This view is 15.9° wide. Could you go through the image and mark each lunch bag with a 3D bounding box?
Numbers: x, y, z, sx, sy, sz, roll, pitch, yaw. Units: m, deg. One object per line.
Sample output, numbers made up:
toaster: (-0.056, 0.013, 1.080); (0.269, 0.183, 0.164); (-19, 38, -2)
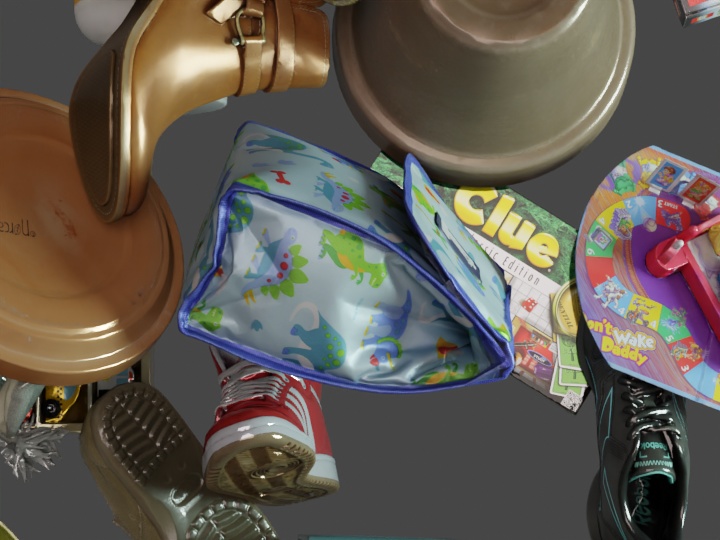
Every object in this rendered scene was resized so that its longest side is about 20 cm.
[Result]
lunch bag: (0.000, 0.000, 1.571); (0.199, 0.170, 0.128); (22, 106, -5)

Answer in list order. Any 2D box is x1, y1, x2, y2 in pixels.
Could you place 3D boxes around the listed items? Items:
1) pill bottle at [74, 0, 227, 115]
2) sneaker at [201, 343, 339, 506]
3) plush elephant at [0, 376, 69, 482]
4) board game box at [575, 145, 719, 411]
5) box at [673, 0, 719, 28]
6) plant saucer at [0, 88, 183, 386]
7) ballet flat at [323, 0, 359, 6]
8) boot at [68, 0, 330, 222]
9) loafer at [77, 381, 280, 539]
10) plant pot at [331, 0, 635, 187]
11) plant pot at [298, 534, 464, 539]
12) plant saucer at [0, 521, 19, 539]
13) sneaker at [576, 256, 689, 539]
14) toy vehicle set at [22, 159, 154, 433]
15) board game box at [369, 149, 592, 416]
pill bottle: (-0.129, -0.205, 1.660); (0.112, 0.113, 0.202); (-1, 84, 3)
sneaker: (-0.062, 0.078, 1.590); (0.071, 0.200, 0.113); (-13, 76, 6)
plush elephant: (-0.226, 0.027, 1.589); (0.200, 0.165, 0.155); (42, 125, -11)
board game box: (0.232, 0.006, 1.613); (0.199, 0.039, 0.159); (22, 64, -11)
box: (0.230, -0.271, 1.685); (0.109, 0.035, 0.201); (-19, 84, 1)
plant saucer: (-0.194, -0.026, 1.533); (0.199, 0.032, 0.201); (18, 50, -22)
ballet flat: (-0.025, -0.231, 1.604); (0.070, 0.071, 0.201); (-27, 58, 0)
boot: (-0.095, -0.120, 1.571); (0.154, 0.077, 0.201); (8, 71, -31)
loafer: (-0.112, 0.158, 1.646); (0.076, 0.067, 0.201); (-34, 103, -26)
plant pot: (0.084, -0.167, 1.604); (0.199, 0.175, 0.202); (1, 78, -3)
plant pot: (0.064, 0.231, 1.601); (0.198, 0.141, 0.142); (-2, 85, -4)
plant saucer: (-0.293, 0.240, 1.670); (0.198, 0.031, 0.202); (0, 85, 3)
sneaker: (0.182, 0.092, 1.621); (0.075, 0.079, 0.202); (-4, 91, -10)
toy vehicle set: (-0.198, 0.007, 1.687); (0.123, 0.027, 0.202); (-2, 85, 3)
board game box: (0.082, -0.002, 1.676); (0.199, 0.023, 0.105); (31, 85, 5)
